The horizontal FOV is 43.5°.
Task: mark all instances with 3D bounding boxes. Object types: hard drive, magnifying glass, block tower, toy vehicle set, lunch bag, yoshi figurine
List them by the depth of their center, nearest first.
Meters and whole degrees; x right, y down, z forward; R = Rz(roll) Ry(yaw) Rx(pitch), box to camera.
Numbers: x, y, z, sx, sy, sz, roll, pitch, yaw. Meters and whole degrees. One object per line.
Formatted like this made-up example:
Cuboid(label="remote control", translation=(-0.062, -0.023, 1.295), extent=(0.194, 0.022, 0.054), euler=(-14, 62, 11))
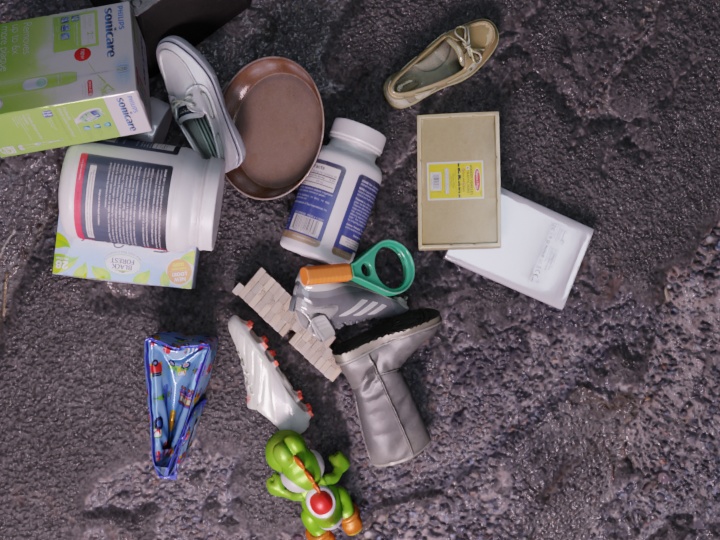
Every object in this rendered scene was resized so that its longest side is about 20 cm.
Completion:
Cuboid(label="magnifying glass", translation=(0.000, 0.000, 1.264), extent=(0.198, 0.022, 0.081), euler=(-6, 82, -39))
Cuboid(label="lunch bag", translation=(-0.260, 0.192, 1.264), extent=(0.093, 0.151, 0.203), euler=(7, 90, -5))
Cuboid(label="yoshi figurine", translation=(-0.076, 0.303, 1.307), extent=(0.111, 0.113, 0.201), euler=(-6, 125, 30))
Cuboid(label="block tower", translation=(-0.097, 0.076, 1.328), extent=(0.200, 0.054, 0.058), euler=(42, 86, -5))
Cuboid(label="toy vehicle set", translation=(0.146, -0.132, 1.341), extent=(0.122, 0.027, 0.203), euler=(0, 85, 7))
Cuboid(label="hard drive", translation=(0.240, -0.041, 1.372), extent=(0.198, 0.025, 0.133), euler=(23, 88, -5))

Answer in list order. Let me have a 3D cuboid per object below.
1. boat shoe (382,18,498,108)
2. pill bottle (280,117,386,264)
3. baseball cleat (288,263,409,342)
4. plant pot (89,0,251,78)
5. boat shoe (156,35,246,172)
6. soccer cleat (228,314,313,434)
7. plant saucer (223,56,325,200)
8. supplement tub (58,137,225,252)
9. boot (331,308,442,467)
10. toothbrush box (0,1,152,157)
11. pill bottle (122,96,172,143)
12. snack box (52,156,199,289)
Cuboid(label="boat shoe", translation=(0.123, -0.310, 1.340), extent=(0.199, 0.063, 0.074), euler=(-30, 93, -4))
Cuboid(label="pill bottle", translation=(-0.034, -0.111, 1.303), extent=(0.110, 0.111, 0.202), euler=(20, 88, -5))
Cuboid(label="baseball cleat", translation=(-0.020, 0.058, 1.303), extent=(0.198, 0.069, 0.108), euler=(20, 90, -33))
Cuboid(label="plant pot", translation=(-0.286, -0.418, 1.245), extent=(0.199, 0.177, 0.201), euler=(-36, 95, -3))
Cuboid(label="boat shoe", translation=(-0.226, -0.225, 1.244), extent=(0.073, 0.067, 0.201), euler=(-21, 108, 35))
Cuboid(label="soccer cleat", translation=(-0.146, 0.160, 1.319), extent=(0.077, 0.069, 0.201), euler=(-33, 96, -1))
Cuboid(label="plant saucer", translation=(-0.125, -0.201, 1.290), extent=(0.198, 0.034, 0.203), euler=(0, 89, 33))
Cuboid(label="supplement tub", translation=(-0.287, -0.101, 1.199), extent=(0.197, 0.140, 0.142), euler=(8, 90, -5))
Cuboid(label="boot", translation=(0.064, 0.172, 1.309), extent=(0.180, 0.073, 0.202), euler=(-23, 105, 6))
Cuboid(label="toothbrush box", translation=(-0.373, -0.241, 1.136), extent=(0.197, 0.086, 0.147), euler=(-9, 63, -3))
Cuboid(label="pill bottle", translation=(-0.372, -0.231, 1.267), extent=(0.198, 0.120, 0.121), euler=(23, 88, -5))
Cuboid(label="snack box", translation=(-0.329, -0.066, 1.298), extent=(0.197, 0.068, 0.171), euler=(7, 89, -4))
